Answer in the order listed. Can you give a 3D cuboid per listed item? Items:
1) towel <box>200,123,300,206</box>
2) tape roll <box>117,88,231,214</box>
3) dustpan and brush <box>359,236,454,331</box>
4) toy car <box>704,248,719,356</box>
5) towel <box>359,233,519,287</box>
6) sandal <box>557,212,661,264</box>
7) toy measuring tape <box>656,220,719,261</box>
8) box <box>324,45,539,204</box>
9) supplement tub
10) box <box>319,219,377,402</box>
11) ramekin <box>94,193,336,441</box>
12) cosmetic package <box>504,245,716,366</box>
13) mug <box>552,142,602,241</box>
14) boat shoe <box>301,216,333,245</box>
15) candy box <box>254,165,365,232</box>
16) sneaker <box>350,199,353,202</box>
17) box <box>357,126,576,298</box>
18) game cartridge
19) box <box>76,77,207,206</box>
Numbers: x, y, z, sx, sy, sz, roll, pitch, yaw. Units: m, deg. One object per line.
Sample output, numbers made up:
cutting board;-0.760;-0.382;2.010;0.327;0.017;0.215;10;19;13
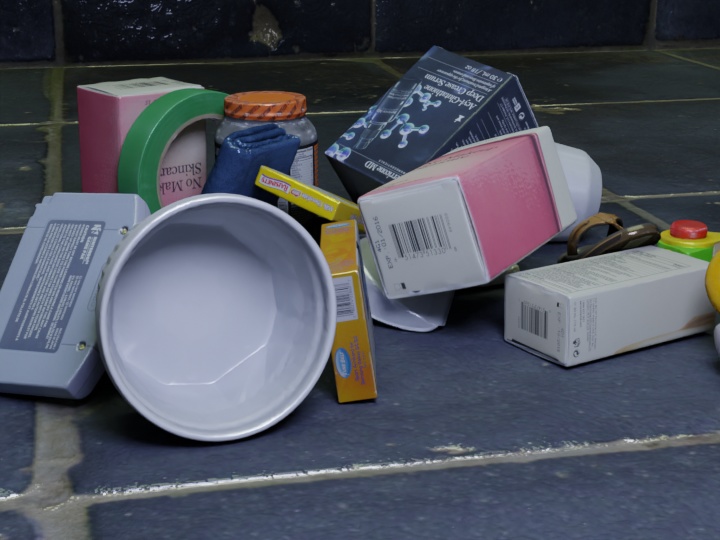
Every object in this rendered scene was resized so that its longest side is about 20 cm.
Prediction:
towel;-0.141;-0.064;1.404;0.048;0.201;0.111;38;31;21
tape roll;-0.196;-0.116;1.563;0.199;0.202;0.048;-15;21;-41
dustpan and brush;0.000;0.000;1.379;0.199;0.057;0.140;25;36;-2
toy car;0.427;0.030;1.209;0.198;0.177;0.150;8;-18;26
towel;0.083;-0.017;1.523;0.131;0.035;0.200;-9;19;-26
sandal;0.265;-0.035;1.434;0.081;0.055;0.200;-16;-2;-8
toy measuring tape;0.401;-0.029;1.507;0.199;0.074;0.073;-13;21;-38
box;0.086;-0.147;1.527;0.200;0.107;0.148;-46;43;-13
supplement tub;-0.109;-0.103;1.519;0.121;0.202;0.123;0;16;0
box;-0.012;0.030;1.214;0.041;0.120;0.200;-9;16;0
ramekin;-0.128;0.034;1.087;0.198;0.202;0.105;-6;9;-21
cosmetic package;0.250;0.032;1.293;0.198;0.072;0.105;-10;17;-29
mug;0.219;-0.109;1.654;0.152;0.151;0.187;6;23;-6
boat shoe;-0.107;0.006;1.421;0.201;0.075;0.075;-19;-10;-34
candy box;-0.028;-0.069;1.414;0.102;0.027;0.200;23;3;24
sneaker;0.047;-0.082;1.677;0.074;0.081;0.199;-35;-10;33
box;0.111;-0.061;1.318;0.127;0.110;0.200;-11;12;37
game cartridge;-0.265;0.021;1.178;0.132;0.042;0.202;5;62;21
box;-0.268;-0.130;1.609;0.127;0.202;0.109;-14;22;-38
